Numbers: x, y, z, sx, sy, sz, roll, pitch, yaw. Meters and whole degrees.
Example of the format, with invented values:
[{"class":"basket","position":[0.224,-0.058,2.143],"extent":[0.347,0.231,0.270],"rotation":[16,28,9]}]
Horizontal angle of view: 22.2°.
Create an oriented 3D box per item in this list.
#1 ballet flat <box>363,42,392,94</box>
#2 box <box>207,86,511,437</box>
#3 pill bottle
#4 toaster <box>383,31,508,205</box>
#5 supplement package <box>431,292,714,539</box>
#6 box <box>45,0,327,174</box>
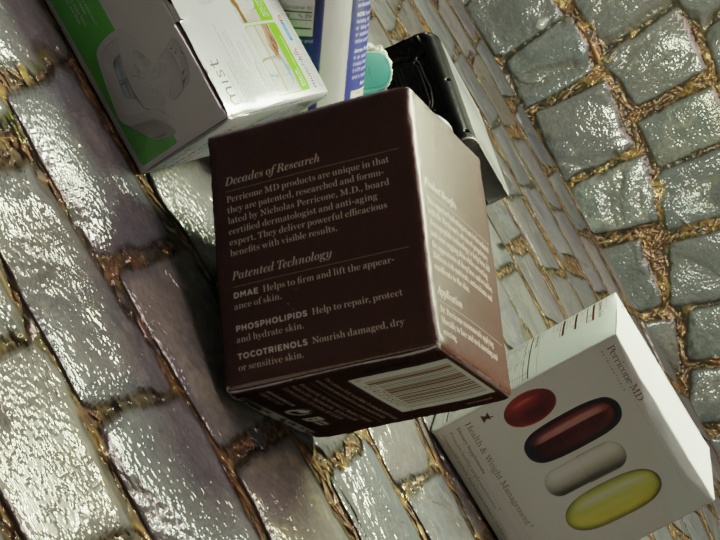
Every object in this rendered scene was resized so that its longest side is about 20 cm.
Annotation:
[{"class":"ballet flat","position":[-0.065,-0.171,1.655],"extent":[0.200,0.072,0.072],"rotation":[-6,59,-30]},{"class":"box","position":[0.000,0.000,1.349],"extent":[0.166,0.164,0.201],"rotation":[36,44,-61]},{"class":"pill bottle","position":[-0.051,-0.218,1.535],"extent":[0.120,0.119,0.201],"rotation":[-66,162,-73]},{"class":"toaster","position":[0.025,-0.115,1.735],"extent":[0.119,0.181,0.200],"rotation":[54,14,-44]},{"class":"supplement package","position":[0.206,0.164,1.763],"extent":[0.192,0.200,0.147],"rotation":[58,14,-8]},{"class":"box","position":[-0.140,-0.193,1.415],"extent":[0.200,0.097,0.176],"rotation":[61,27,1]}]
